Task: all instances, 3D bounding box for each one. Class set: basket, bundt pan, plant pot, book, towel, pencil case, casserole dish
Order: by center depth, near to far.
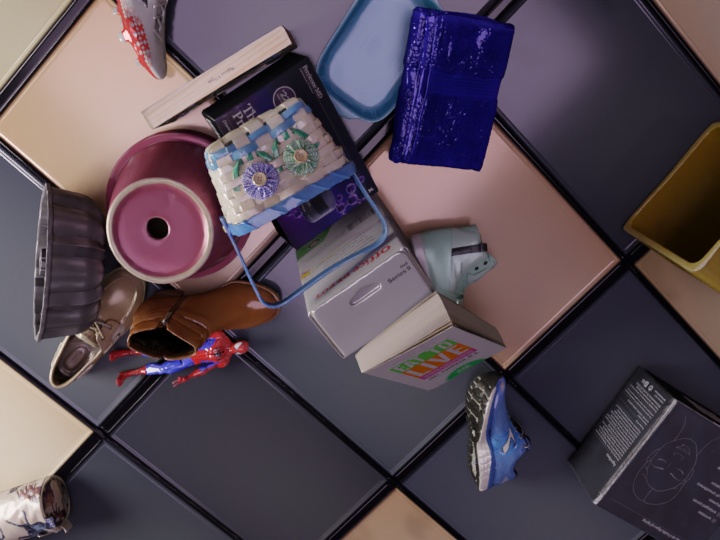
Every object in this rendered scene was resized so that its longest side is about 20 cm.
[{"bbox_3d":[-0.083,-0.078,0.825,0.175,0.139,0.201,-33,110,-8],"label":"basket"},{"bbox_3d":[-0.238,-0.071,0.920,0.197,0.179,0.203,-1,108,-3],"label":"plant pot"},{"bbox_3d":[-0.377,-0.009,0.932,0.075,0.202,0.204,3,108,-29],"label":"bundt pan"},{"bbox_3d":[0.095,0.102,0.935,0.133,0.199,0.048,-34,62,19],"label":"book"},{"bbox_3d":[0.120,-0.230,0.937,0.146,0.050,0.202,2,115,-19],"label":"towel"},{"bbox_3d":[0.025,-0.292,0.942,0.120,0.039,0.201,34,103,-12],"label":"casserole dish"},{"bbox_3d":[0.526,-0.049,0.972,0.199,0.195,0.196,36,102,-18],"label":"plant pot"},{"bbox_3d":[-0.545,0.383,1.089,0.198,0.078,0.091,-18,87,2],"label":"pencil case"}]

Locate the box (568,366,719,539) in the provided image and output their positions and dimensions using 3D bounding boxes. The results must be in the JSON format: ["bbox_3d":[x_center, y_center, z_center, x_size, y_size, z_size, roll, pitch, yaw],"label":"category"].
[{"bbox_3d":[0.468,0.293,1.100,0.199,0.124,0.198,31,101,-12],"label":"box"}]

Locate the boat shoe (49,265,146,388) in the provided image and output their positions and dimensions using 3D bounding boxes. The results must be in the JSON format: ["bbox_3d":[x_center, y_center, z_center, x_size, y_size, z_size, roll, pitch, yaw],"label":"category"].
[{"bbox_3d":[-0.374,0.083,1.016,0.072,0.065,0.200,37,101,-13],"label":"boat shoe"}]

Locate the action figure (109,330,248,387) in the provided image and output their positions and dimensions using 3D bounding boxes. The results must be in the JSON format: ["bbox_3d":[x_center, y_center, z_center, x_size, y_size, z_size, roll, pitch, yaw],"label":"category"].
[{"bbox_3d":[-0.261,0.127,1.048,0.197,0.052,0.066,-11,104,-3],"label":"action figure"}]

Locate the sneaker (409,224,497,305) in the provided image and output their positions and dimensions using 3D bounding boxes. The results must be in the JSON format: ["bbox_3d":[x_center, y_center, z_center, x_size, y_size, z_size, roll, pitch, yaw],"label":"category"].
[{"bbox_3d":[0.147,0.034,1.028,0.117,0.074,0.203,-13,107,2],"label":"sneaker"}]

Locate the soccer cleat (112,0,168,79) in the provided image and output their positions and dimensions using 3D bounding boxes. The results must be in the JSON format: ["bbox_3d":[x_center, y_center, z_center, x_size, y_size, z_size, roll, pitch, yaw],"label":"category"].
[{"bbox_3d":[-0.266,-0.344,0.895,0.084,0.069,0.202,-13,103,5],"label":"soccer cleat"}]

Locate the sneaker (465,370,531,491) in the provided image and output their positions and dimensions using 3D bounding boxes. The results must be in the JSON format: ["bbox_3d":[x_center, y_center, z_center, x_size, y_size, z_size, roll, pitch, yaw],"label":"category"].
[{"bbox_3d":[0.213,0.241,1.102,0.088,0.079,0.202,-8,115,-8],"label":"sneaker"}]

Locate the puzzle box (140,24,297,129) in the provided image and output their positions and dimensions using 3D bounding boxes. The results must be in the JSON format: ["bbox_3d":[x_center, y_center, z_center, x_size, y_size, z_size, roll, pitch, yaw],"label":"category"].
[{"bbox_3d":[-0.171,-0.241,0.897,0.198,0.133,0.026,-29,105,6],"label":"puzzle box"}]

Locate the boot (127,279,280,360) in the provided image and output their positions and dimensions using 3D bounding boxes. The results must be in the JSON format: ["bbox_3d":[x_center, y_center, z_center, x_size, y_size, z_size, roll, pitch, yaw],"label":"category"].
[{"bbox_3d":[-0.210,0.067,0.974,0.197,0.155,0.078,6,106,-5],"label":"boot"}]

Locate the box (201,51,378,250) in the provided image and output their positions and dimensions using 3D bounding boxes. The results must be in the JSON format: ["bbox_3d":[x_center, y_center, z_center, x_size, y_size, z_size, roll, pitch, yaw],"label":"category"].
[{"bbox_3d":[-0.086,-0.152,0.920,0.141,0.079,0.201,-37,120,-10],"label":"box"}]

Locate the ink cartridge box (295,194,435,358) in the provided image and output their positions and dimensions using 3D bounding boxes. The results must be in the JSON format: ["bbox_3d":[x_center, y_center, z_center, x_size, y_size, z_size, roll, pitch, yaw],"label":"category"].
[{"bbox_3d":[0.000,0.000,0.940,0.145,0.200,0.088,-35,114,6],"label":"ink cartridge box"}]
